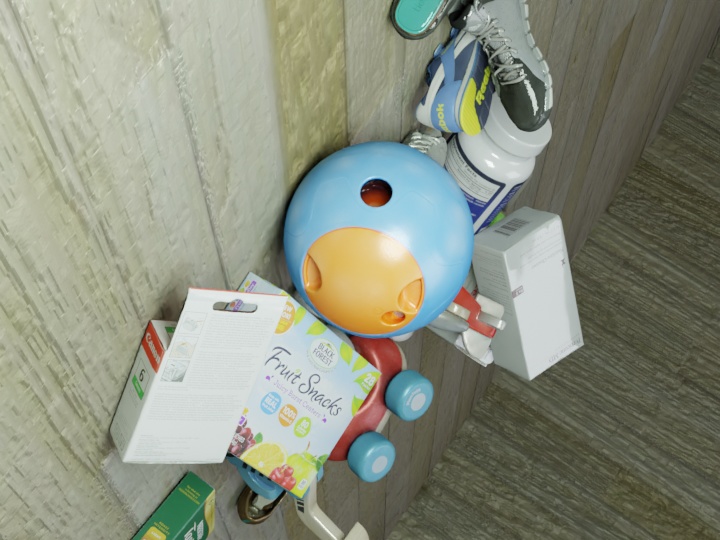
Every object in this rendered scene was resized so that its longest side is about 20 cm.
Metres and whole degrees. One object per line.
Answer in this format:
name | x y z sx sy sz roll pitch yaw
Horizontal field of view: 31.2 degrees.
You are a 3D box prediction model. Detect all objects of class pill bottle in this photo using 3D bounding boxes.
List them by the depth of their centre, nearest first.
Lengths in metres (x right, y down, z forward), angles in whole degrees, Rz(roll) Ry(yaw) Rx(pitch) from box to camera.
pill bottle | 0.159 -0.136 1.690 0.116 0.116 0.200 -43 174 -46

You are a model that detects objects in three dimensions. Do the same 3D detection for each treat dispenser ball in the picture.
treat dispenser ball | 0.019 -0.031 1.336 0.202 0.199 0.202 -53 165 -21

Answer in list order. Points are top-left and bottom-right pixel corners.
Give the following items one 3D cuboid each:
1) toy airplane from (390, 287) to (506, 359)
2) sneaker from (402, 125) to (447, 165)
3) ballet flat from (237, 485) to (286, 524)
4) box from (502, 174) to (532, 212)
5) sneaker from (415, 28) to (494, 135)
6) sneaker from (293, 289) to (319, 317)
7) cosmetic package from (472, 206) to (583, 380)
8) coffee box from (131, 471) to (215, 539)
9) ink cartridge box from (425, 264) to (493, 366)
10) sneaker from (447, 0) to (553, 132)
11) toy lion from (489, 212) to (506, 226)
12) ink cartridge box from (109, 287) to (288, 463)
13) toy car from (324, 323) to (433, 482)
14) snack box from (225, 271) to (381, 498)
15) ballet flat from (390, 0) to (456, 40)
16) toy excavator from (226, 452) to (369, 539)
toy airplane | 0.092 0.045 1.682 0.141 0.199 0.200 -44 144 -6
sneaker | 0.065 -0.139 1.566 0.200 0.075 0.093 29 85 -83
ballet flat | -0.105 0.271 1.803 0.201 0.068 0.072 -53 -173 -4
box | 0.202 -0.174 1.891 0.078 0.094 0.200 -53 164 -15
sneaker | 0.121 -0.248 1.524 0.074 0.081 0.202 52 49 -43
sneaker | 0.000 0.000 1.585 0.119 0.073 0.200 -54 164 10
cosmetic package | 0.225 0.031 1.741 0.112 0.081 0.202 -31 118 -25
coffee box | -0.246 0.344 1.524 0.200 0.044 0.124 -50 163 -32
ink cartridge box | 0.141 0.025 1.861 0.083 0.199 0.146 32 91 -39
sneaker | 0.144 -0.251 1.438 0.074 0.203 0.115 -18 173 43
toy lion | 0.181 -0.069 1.926 0.069 0.191 0.200 -57 -154 -4
ink cartridge box | -0.153 0.090 1.210 0.108 0.050 0.202 5 121 -34
toy car | -0.047 0.141 1.636 0.199 0.184 0.178 31 93 -47
snack box | -0.091 0.126 1.387 0.170 0.067 0.200 -56 136 -9
ballet flat | 0.097 -0.323 1.301 0.201 0.068 0.068 -51 177 13
toy excavator | -0.078 0.252 1.563 0.100 0.192 0.202 -47 148 -38
